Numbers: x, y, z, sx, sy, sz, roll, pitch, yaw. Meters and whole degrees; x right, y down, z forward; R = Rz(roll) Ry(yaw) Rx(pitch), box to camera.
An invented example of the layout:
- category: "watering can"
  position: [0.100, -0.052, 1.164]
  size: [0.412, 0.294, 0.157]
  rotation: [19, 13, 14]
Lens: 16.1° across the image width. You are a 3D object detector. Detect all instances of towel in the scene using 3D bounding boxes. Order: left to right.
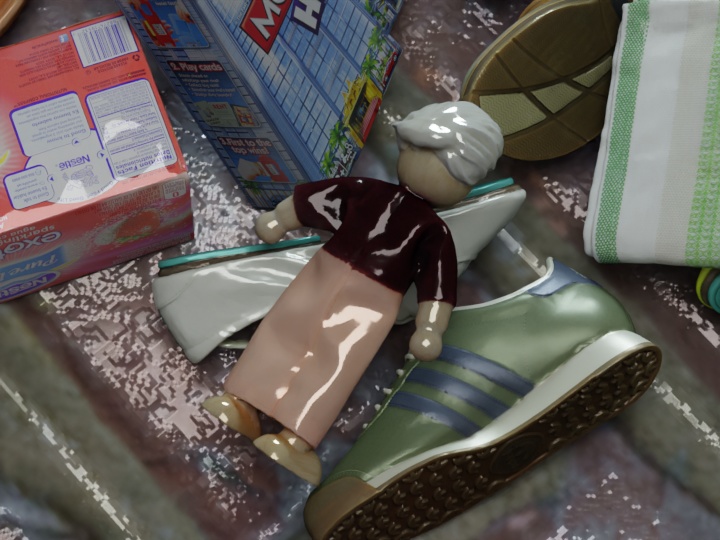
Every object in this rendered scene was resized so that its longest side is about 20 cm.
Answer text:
- category: "towel"
  position: [0.218, -0.069, 1.294]
  size: [0.200, 0.031, 0.149]
  rotation: [3, 74, 27]

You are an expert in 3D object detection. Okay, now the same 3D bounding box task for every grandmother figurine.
- category: "grandmother figurine"
  position: [0.000, 0.000, 1.265]
  size: [0.121, 0.061, 0.200]
  rotation: [35, 89, 14]

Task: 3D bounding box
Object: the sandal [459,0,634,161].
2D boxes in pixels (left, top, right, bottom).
- category: "sandal"
  position: [0.117, -0.127, 1.373]
  size: [0.054, 0.080, 0.200]
  rotation: [5, 41, 46]

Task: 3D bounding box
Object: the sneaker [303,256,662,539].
- category: "sneaker"
  position: [0.047, 0.064, 1.301]
  size: [0.200, 0.067, 0.090]
  rotation: [-30, 57, -7]

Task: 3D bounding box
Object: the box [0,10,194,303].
- category: "box"
  position: [-0.194, -0.043, 1.312]
  size: [0.200, 0.095, 0.103]
  rotation: [-19, 70, -9]

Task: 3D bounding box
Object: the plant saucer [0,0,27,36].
- category: "plant saucer"
  position: [-0.270, -0.182, 1.395]
  size: [0.200, 0.037, 0.200]
  rotation: [0, 69, -1]

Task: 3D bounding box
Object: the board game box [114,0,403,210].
- category: "board game box"
  position: [-0.054, -0.166, 1.313]
  size: [0.062, 0.200, 0.200]
  rotation: [4, 63, 40]

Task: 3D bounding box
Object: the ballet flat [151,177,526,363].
- category: "ballet flat"
  position: [-0.007, 0.005, 1.324]
  size: [0.200, 0.069, 0.069]
  rotation: [-14, 70, -3]

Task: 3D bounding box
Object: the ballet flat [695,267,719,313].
- category: "ballet flat"
  position: [0.263, -0.026, 1.345]
  size: [0.200, 0.067, 0.067]
  rotation: [-13, 49, -9]
